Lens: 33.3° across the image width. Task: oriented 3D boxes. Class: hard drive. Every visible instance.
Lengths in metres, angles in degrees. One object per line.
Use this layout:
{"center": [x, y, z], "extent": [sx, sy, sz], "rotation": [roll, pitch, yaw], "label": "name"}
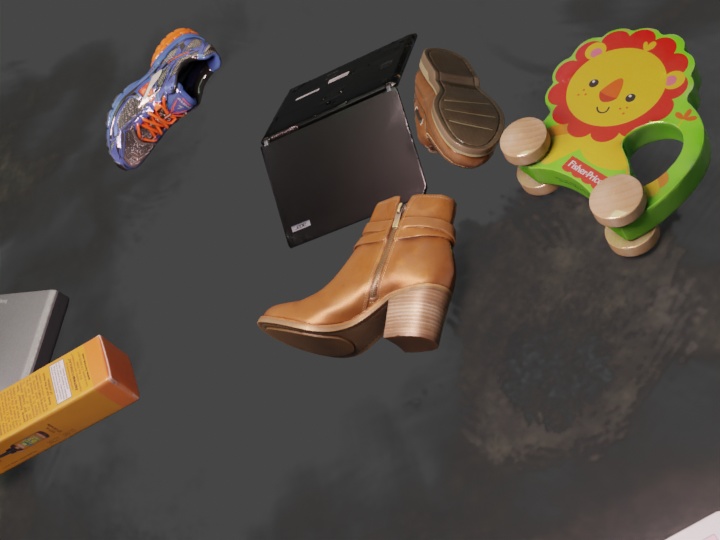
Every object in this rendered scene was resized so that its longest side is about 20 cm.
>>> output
{"center": [-0.435, 0.122, 1.461], "extent": [0.139, 0.033, 0.200], "rotation": [-5, 61, 35], "label": "hard drive"}

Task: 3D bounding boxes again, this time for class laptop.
{"center": [-0.008, -0.145, 1.320], "extent": [0.177, 0.103, 0.200], "rotation": [-20, 28, 26], "label": "laptop"}

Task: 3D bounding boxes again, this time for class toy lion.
{"center": [0.239, -0.133, 1.098], "extent": [0.192, 0.069, 0.200], "rotation": [-44, 46, -4], "label": "toy lion"}

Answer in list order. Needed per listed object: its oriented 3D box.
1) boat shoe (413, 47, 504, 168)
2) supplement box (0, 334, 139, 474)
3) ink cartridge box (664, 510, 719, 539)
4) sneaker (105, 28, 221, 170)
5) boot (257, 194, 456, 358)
{"center": [0.093, -0.146, 1.188], "extent": [0.200, 0.072, 0.068], "rotation": [-95, 19, -55], "label": "boat shoe"}
{"center": [-0.348, 0.152, 1.331], "extent": [0.200, 0.067, 0.069], "rotation": [-30, 56, 6], "label": "supplement box"}
{"center": [0.216, 0.291, 0.861], "extent": [0.200, 0.057, 0.163], "rotation": [-31, 49, 12], "label": "ink cartridge box"}
{"center": [-0.245, -0.211, 1.496], "extent": [0.078, 0.075, 0.200], "rotation": [24, 81, 40], "label": "sneaker"}
{"center": [0.000, 0.000, 1.176], "extent": [0.200, 0.077, 0.155], "rotation": [-6, 62, 31], "label": "boot"}
